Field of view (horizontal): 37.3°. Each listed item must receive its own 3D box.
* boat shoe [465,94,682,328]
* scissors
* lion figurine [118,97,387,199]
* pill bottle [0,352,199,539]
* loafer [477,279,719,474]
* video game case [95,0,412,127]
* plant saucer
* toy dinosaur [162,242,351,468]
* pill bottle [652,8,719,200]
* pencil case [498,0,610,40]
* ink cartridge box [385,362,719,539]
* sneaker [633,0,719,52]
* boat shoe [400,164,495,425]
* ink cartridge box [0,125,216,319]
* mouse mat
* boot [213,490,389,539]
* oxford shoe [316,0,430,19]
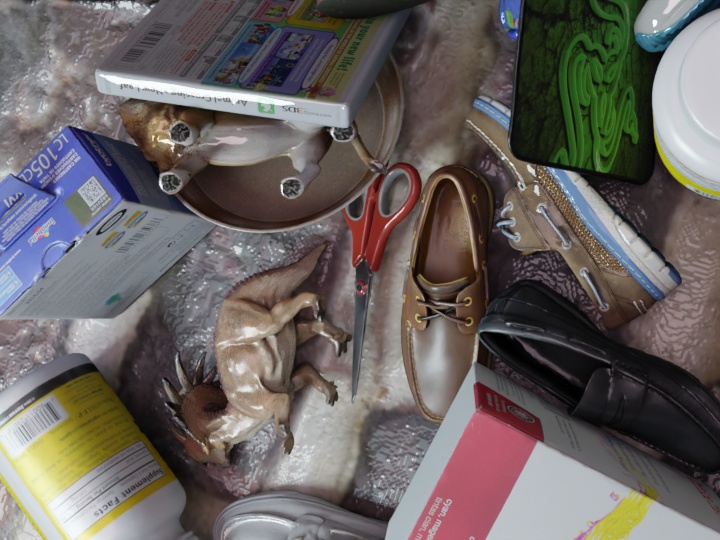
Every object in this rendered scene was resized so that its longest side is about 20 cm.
[{"bbox_3d":[0.139,-0.042,0.778,0.072,0.072,0.200,-45,78,12],"label":"boat shoe"},{"bbox_3d":[0.000,0.000,0.841,0.073,0.014,0.200,24,104,39],"label":"scissors"},{"bbox_3d":[-0.080,-0.099,0.773,0.200,0.122,0.073,8,112,-3],"label":"lion figurine"},{"bbox_3d":[-0.210,0.175,0.852,0.111,0.111,0.200,-38,83,12],"label":"pill bottle"},{"bbox_3d":[0.172,0.083,0.752,0.201,0.070,0.068,35,137,16],"label":"loafer"},{"bbox_3d":[-0.068,-0.174,0.781,0.182,0.200,0.022,10,131,12],"label":"video game case"},{"bbox_3d":[-0.063,-0.118,0.832,0.200,0.034,0.200,-3,71,10],"label":"plant saucer"},{"bbox_3d":[-0.089,0.066,0.839,0.135,0.086,0.200,10,86,23],"label":"toy dinosaur"},{"bbox_3d":[0.243,-0.105,0.682,0.109,0.200,0.109,0,89,15],"label":"pill bottle"},{"bbox_3d":[0.130,-0.260,0.759,0.087,0.078,0.200,-8,100,-3],"label":"pencil case"},{"bbox_3d":[0.133,0.180,0.719,0.200,0.145,0.145,27,97,2],"label":"ink cartridge box"},{"bbox_3d":[0.247,-0.244,0.751,0.081,0.077,0.200,35,89,12],"label":"sneaker"},{"bbox_3d":[0.062,0.019,0.800,0.072,0.068,0.200,3,90,16],"label":"boat shoe"},{"bbox_3d":[-0.211,-0.031,0.810,0.136,0.200,0.076,-41,79,11],"label":"ink cartridge box"},{"bbox_3d":[0.165,-0.166,0.739,0.008,0.161,0.200,8,93,50],"label":"mouse mat"},{"bbox_3d":[-0.032,0.217,0.810,0.200,0.096,0.074,4,90,16],"label":"boot"},{"bbox_3d":[0.046,-0.231,0.710,0.200,0.071,0.071,-25,72,36],"label":"oxford shoe"}]
